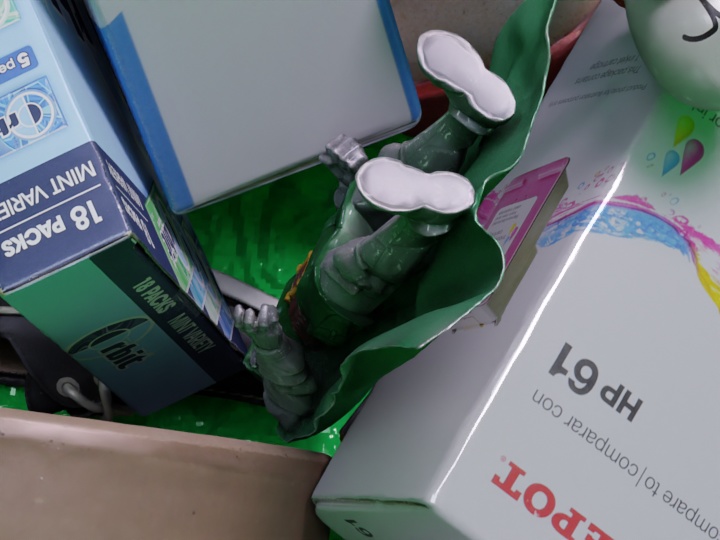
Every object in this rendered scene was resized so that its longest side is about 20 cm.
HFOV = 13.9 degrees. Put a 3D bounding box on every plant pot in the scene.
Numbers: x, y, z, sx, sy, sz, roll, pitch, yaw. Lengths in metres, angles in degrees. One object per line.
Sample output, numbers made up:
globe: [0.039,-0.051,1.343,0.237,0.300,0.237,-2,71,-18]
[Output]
plant pot: [-0.117,0.129,0.907,0.200,0.200,0.175,8,86,7]

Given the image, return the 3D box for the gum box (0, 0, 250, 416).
gum box: [-0.106,-0.067,0.899,0.045,0.170,0.200,-26,74,2]

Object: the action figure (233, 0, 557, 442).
action figure: [0.000,0.000,0.849,0.055,0.200,0.118,28,64,-3]

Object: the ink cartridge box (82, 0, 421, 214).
ink cartridge box: [-0.062,-0.139,0.897,0.084,0.145,0.200,-22,42,-3]

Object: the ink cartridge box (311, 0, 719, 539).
ink cartridge box: [0.100,0.028,0.887,0.144,0.085,0.200,37,73,-20]

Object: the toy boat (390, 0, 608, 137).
toy boat: [0.054,-0.119,1.022,0.130,0.131,0.200,-10,52,26]

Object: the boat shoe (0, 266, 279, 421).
boat shoe: [-0.102,0.021,0.999,0.200,0.074,0.060,16,69,13]

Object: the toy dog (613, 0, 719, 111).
toy dog: [0.052,-0.126,0.858,0.200,0.096,0.132,18,69,46]

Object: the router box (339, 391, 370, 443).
router box: [0.114,0.031,0.992,0.157,0.052,0.200,34,73,15]
